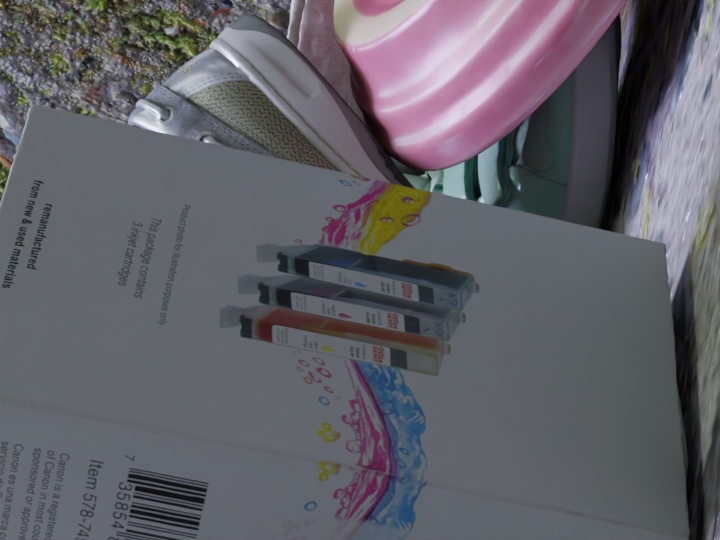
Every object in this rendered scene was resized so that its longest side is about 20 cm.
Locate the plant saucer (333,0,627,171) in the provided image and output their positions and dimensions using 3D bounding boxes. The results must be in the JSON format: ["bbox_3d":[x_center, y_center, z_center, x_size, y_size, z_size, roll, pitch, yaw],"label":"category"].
[{"bbox_3d":[0.052,-0.133,0.919,0.201,0.051,0.201,-49,21,27],"label":"plant saucer"}]

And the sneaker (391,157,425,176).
[{"bbox_3d":[0.040,0.021,1.141,0.200,0.074,0.089,88,-173,-51],"label":"sneaker"}]

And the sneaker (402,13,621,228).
[{"bbox_3d":[0.031,-0.030,0.987,0.074,0.118,0.201,-78,3,-46],"label":"sneaker"}]

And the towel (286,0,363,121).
[{"bbox_3d":[0.045,-0.140,1.039,0.034,0.132,0.200,-128,49,-71],"label":"towel"}]

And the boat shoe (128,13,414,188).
[{"bbox_3d":[-0.001,-0.001,0.922,0.065,0.202,0.074,-38,-8,-8],"label":"boat shoe"}]

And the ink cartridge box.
[{"bbox_3d":[-0.019,0.066,0.731,0.145,0.200,0.145,-83,7,-56],"label":"ink cartridge box"}]
